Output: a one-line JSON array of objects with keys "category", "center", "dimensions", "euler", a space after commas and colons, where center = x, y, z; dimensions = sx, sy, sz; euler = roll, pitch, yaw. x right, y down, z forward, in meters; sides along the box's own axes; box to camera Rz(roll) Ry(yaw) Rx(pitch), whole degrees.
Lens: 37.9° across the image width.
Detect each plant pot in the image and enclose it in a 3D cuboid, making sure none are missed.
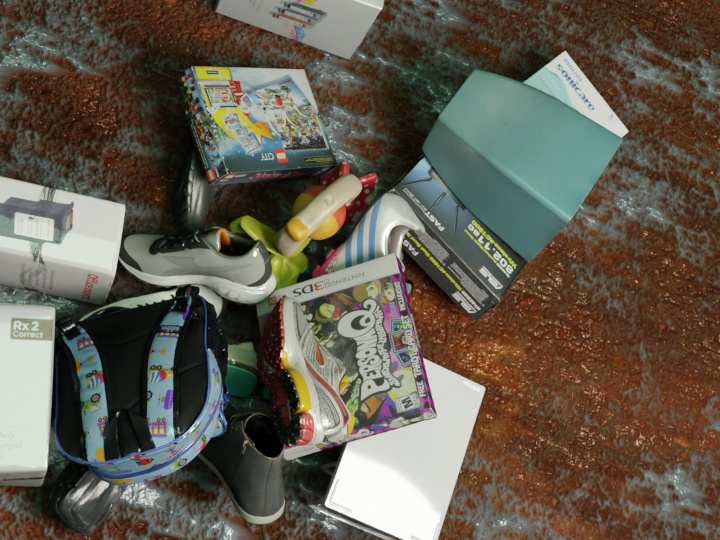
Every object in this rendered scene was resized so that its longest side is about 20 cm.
[{"category": "plant pot", "center": [0.187, -0.143, 1.302], "dimensions": [0.199, 0.141, 0.142], "euler": [36, 67, 3]}]

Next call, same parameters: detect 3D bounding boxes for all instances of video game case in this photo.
[{"category": "video game case", "center": [-0.021, 0.096, 1.195], "dimensions": [0.180, 0.036, 0.201], "euler": [-17, 61, 10]}]

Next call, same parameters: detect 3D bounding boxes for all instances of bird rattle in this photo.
[{"category": "bird rattle", "center": [-0.047, -0.062, 1.278], "dimensions": [0.199, 0.163, 0.113], "euler": [-33, 90, -19]}]

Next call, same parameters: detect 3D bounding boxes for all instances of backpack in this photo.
[{"category": "backpack", "center": [-0.222, 0.136, 1.085], "dimensions": [0.181, 0.135, 0.201], "euler": [-14, 43, -1]}]

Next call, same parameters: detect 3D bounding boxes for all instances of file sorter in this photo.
[{"category": "file sorter", "center": [0.036, 0.212, 1.246], "dimensions": [0.138, 0.124, 0.201], "euler": [25, 69, -11]}]

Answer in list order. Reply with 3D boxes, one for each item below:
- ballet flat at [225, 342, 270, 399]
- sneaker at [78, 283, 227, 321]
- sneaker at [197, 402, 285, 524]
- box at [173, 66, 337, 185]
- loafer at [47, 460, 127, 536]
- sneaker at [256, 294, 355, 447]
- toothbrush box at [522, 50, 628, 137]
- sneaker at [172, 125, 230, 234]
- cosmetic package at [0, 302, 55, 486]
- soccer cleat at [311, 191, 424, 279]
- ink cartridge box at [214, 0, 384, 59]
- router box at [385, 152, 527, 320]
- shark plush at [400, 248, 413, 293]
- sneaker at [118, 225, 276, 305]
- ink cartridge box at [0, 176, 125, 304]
[{"category": "ballet flat", "center": [-0.121, 0.121, 1.262], "dimensions": [0.199, 0.068, 0.063], "euler": [18, 45, -18]}, {"category": "sneaker", "center": [-0.243, 0.062, 1.220], "dimensions": [0.199, 0.080, 0.074], "euler": [-20, 80, -24]}, {"category": "sneaker", "center": [-0.137, 0.174, 1.167], "dimensions": [0.074, 0.107, 0.200], "euler": [-15, 43, -34]}, {"category": "box", "center": [-0.126, -0.181, 1.298], "dimensions": [0.199, 0.038, 0.138], "euler": [-11, 79, -50]}, {"category": "loafer", "center": [-0.267, 0.207, 1.184], "dimensions": [0.201, 0.068, 0.071], "euler": [-52, 126, -28]}, {"category": "sneaker", "center": [-0.061, 0.111, 1.145], "dimensions": [0.082, 0.078, 0.201], "euler": [9, 42, -27]}, {"category": "toothbrush box", "center": [0.247, -0.183, 1.448], "dimensions": [0.200, 0.085, 0.147], "euler": [-39, 89, -23]}, {"category": "sneaker", "center": [-0.176, -0.136, 1.302], "dimensions": [0.090, 0.076, 0.202], "euler": [18, 73, -22]}, {"category": "cosmetic package", "center": [-0.404, 0.134, 1.078], "dimensions": [0.163, 0.200, 0.167], "euler": [2, 74, -17]}, {"category": "soccer cleat", "center": [0.000, 0.000, 1.275], "dimensions": [0.086, 0.070, 0.201], "euler": [39, 103, 17]}, {"category": "ink cartridge box", "center": [-0.069, -0.397, 1.369], "dimensions": [0.198, 0.145, 0.147], "euler": [16, 70, -15]}, {"category": "router box", "center": [0.125, -0.056, 1.357], "dimensions": [0.200, 0.062, 0.150], "euler": [45, 46, -3]}, {"category": "shark plush", "center": [0.034, 0.016, 1.352], "dimensions": [0.083, 0.091, 0.201], "euler": [27, 51, -36]}, {"category": "sneaker", "center": [-0.193, -0.022, 1.229], "dimensions": [0.198, 0.080, 0.074], "euler": [10, 37, 14]}, {"category": "ink cartridge box", "center": [-0.371, -0.035, 1.166], "dimensions": [0.198, 0.145, 0.085], "euler": [13, 71, -15]}]
